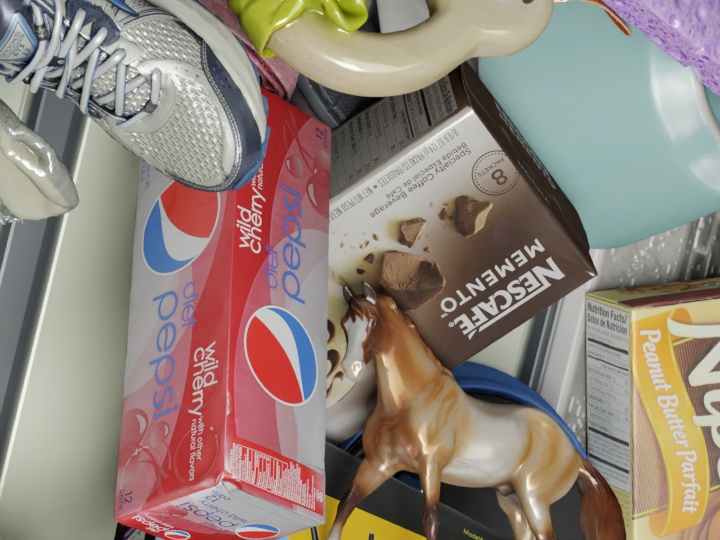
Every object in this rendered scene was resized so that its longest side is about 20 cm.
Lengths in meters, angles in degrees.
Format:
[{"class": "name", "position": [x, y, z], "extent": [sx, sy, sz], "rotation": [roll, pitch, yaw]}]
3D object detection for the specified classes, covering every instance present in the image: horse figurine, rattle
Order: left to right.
[{"class": "rattle", "position": [0.047, -0.155, 1.008], "extent": [0.200, 0.130, 0.143], "rotation": [6, 140, -12]}, {"class": "horse figurine", "position": [0.057, 0.100, 1.076], "extent": [0.200, 0.050, 0.133], "rotation": [22, 63, -30]}]

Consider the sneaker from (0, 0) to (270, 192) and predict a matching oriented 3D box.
[{"class": "sneaker", "position": [-0.127, -0.099, 0.961], "extent": [0.200, 0.085, 0.077], "rotation": [43, 123, 5]}]

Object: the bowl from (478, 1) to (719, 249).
[{"class": "bowl", "position": [0.164, -0.110, 1.164], "extent": [0.201, 0.105, 0.201], "rotation": [-2, 93, -44]}]

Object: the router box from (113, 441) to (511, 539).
[{"class": "router box", "position": [-0.021, 0.154, 1.056], "extent": [0.200, 0.051, 0.149], "rotation": [30, 42, -23]}]

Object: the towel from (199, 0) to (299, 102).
[{"class": "towel", "position": [-0.050, -0.198, 1.072], "extent": [0.144, 0.023, 0.200], "rotation": [43, 53, -33]}]

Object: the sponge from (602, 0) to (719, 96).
[{"class": "sponge", "position": [0.194, -0.135, 1.099], "extent": [0.200, 0.030, 0.112], "rotation": [33, 69, -41]}]

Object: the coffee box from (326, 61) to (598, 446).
[{"class": "coffee box", "position": [0.000, 0.000, 1.109], "extent": [0.200, 0.080, 0.113], "rotation": [-33, 114, 11]}]

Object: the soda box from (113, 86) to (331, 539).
[{"class": "soda box", "position": [-0.059, 0.020, 0.999], "extent": [0.063, 0.070, 0.200], "rotation": [29, 51, -41]}]

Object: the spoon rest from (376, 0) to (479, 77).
[{"class": "spoon rest", "position": [0.042, -0.118, 1.162], "extent": [0.099, 0.061, 0.200], "rotation": [-23, 114, -56]}]

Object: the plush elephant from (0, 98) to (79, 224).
[{"class": "plush elephant", "position": [-0.212, -0.044, 0.991], "extent": [0.200, 0.165, 0.155], "rotation": [-37, 153, -33]}]

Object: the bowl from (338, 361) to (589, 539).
[{"class": "bowl", "position": [0.043, 0.149, 1.220], "extent": [0.201, 0.039, 0.201], "rotation": [-5, 101, -25]}]

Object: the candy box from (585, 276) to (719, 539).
[{"class": "candy box", "position": [0.189, 0.107, 1.274], "extent": [0.115, 0.055, 0.200], "rotation": [-6, 101, -25]}]

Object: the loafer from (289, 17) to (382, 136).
[{"class": "loafer", "position": [-0.052, -0.136, 1.124], "extent": [0.200, 0.063, 0.072], "rotation": [56, 43, -26]}]

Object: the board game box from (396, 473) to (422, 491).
[{"class": "board game box", "position": [0.017, 0.229, 1.176], "extent": [0.151, 0.037, 0.200], "rotation": [-35, 111, -12]}]
